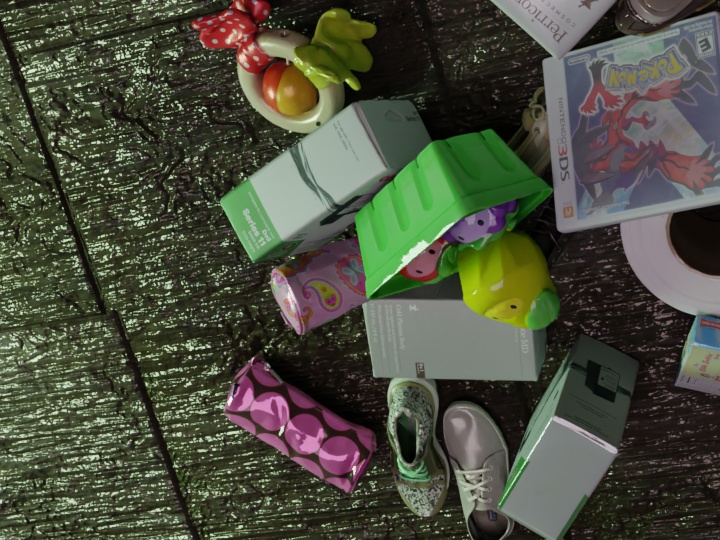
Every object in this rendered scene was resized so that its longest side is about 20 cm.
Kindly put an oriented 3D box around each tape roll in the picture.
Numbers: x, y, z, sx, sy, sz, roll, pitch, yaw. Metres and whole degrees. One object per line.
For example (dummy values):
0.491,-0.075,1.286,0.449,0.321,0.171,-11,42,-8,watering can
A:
0.375,-0.070,1.523,0.201,0.139,0.204,7,118,13,tape roll

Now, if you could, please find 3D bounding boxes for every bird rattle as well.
-0.086,-0.219,1.608,0.198,0.113,0.164,10,134,14,bird rattle

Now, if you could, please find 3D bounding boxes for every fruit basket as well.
0.114,-0.017,1.514,0.215,0.155,0.218,19,115,45,fruit basket

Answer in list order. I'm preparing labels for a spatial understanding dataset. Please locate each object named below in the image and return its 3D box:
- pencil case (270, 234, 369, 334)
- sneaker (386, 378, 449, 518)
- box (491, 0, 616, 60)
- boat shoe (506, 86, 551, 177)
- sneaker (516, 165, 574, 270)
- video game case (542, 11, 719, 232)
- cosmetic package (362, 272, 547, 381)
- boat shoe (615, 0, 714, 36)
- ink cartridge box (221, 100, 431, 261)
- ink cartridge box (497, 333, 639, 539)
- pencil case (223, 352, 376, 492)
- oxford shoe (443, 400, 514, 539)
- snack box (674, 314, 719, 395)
0.000,0.000,1.646,0.199,0.087,0.088,-23,113,-17,pencil case
0.060,0.225,1.787,0.076,0.089,0.202,-2,115,17,sneaker
0.184,-0.351,1.402,0.199,0.200,0.171,39,121,-6,box
0.180,-0.141,1.583,0.063,0.073,0.201,26,127,-3,boat shoe
0.219,-0.064,1.588,0.074,0.106,0.201,29,120,0,sneaker
0.275,-0.143,1.451,0.199,0.023,0.184,-11,79,37,video game case
0.113,0.064,1.695,0.198,0.090,0.108,-1,113,20,cosmetic package
0.326,-0.290,1.422,0.072,0.199,0.060,52,156,4,boat shoe
-0.029,-0.099,1.602,0.199,0.146,0.084,-33,80,28,ink cartridge box
0.237,0.184,1.654,0.083,0.200,0.147,28,119,4,ink cartridge box
-0.072,0.187,1.811,0.199,0.091,0.094,32,106,-4,pencil case
0.146,0.253,1.796,0.074,0.058,0.202,-6,112,21,oxford shoe
0.406,0.100,1.581,0.115,0.200,0.037,12,75,10,snack box
